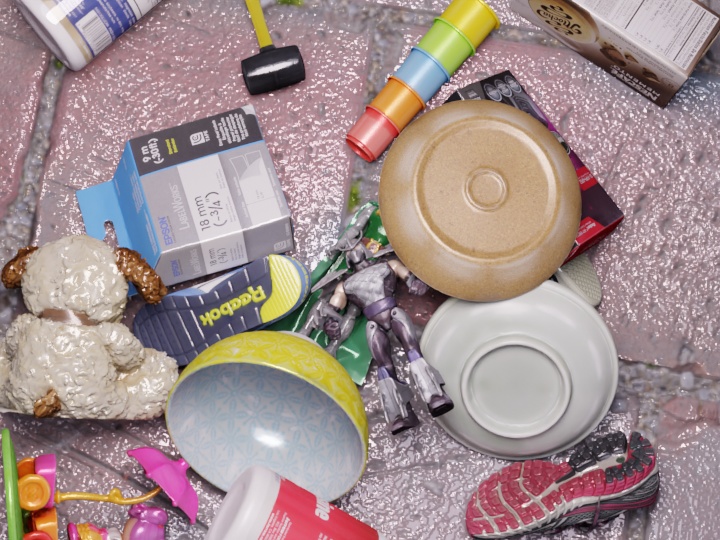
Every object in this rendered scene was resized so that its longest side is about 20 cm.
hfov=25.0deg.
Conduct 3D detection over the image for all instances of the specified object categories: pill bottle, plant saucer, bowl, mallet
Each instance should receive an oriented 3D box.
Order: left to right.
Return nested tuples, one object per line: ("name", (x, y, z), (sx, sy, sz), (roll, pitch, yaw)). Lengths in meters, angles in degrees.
("pill bottle", (-0.250, -0.307, 1.654), (0.200, 0.111, 0.111), (-41, 84, -10))
("mallet", (-0.122, -0.276, 1.696), (0.065, 0.041, 0.201), (-24, 76, -5))
("bowl", (-0.079, 0.123, 1.564), (0.198, 0.201, 0.108), (18, 44, 1))
("pill bottle", (-0.043, 0.278, 1.540), (0.199, 0.112, 0.113), (31, 79, -12))
("plant saucer", (0.117, -0.073, 1.540), (0.198, 0.035, 0.202), (1, 76, -6))
("plant saucer", (0.151, 0.105, 1.572), (0.198, 0.050, 0.202), (3, 113, 7))

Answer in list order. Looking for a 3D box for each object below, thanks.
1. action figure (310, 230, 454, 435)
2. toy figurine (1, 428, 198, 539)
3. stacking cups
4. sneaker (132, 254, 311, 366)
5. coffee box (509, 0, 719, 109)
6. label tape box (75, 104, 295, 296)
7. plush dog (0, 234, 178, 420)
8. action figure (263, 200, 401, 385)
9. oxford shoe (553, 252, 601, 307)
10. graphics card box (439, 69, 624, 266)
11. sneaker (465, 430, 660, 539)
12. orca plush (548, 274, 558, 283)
("action figure", (0.026, 0.051, 1.561), (0.129, 0.069, 0.201), (-28, 75, 18))
("toy figurine", (-0.245, 0.244, 1.552), (0.182, 0.150, 0.202), (-4, 101, -13))
("stacking cups", (0.064, -0.196, 1.680), (0.060, 0.061, 0.201), (37, 83, 5))
("sneaker", (-0.133, 0.039, 1.607), (0.198, 0.082, 0.075), (-20, 92, 21))
("coffee box", (0.263, -0.265, 1.670), (0.199, 0.113, 0.080), (34, 79, 3))
("label tape box", (-0.179, -0.067, 1.615), (0.198, 0.063, 0.145), (-17, 60, -7))
("plush dog", (-0.276, 0.052, 1.541), (0.198, 0.160, 0.174), (4, 87, 9))
("action figure", (0.000, 0.000, 1.639), (0.117, 0.055, 0.201), (29, 75, 6))
("oxford shoe", (0.166, -0.032, 1.652), (0.200, 0.075, 0.058), (44, 119, -2))
("graphics card box", (0.169, -0.103, 1.631), (0.201, 0.125, 0.051), (52, 124, 8))
("sneaker", (0.200, 0.230, 1.595), (0.198, 0.075, 0.081), (-17, 39, 5))
("orca plush", (0.135, 0.025, 1.605), (0.105, 0.071, 0.201), (-33, 86, 29))
